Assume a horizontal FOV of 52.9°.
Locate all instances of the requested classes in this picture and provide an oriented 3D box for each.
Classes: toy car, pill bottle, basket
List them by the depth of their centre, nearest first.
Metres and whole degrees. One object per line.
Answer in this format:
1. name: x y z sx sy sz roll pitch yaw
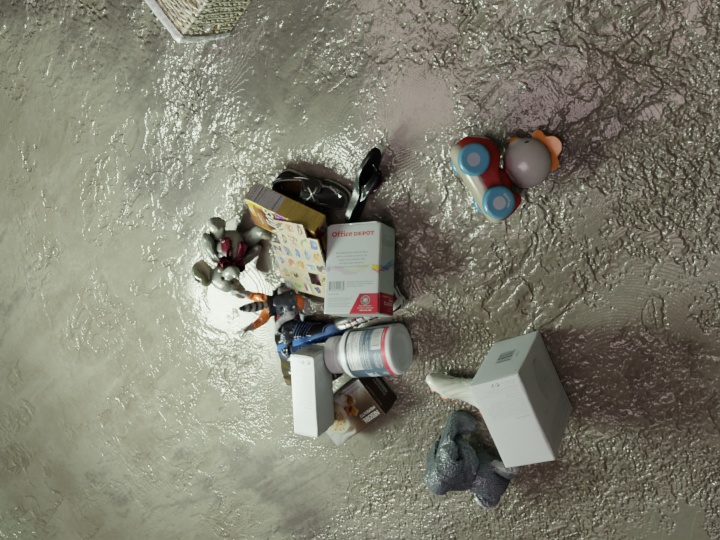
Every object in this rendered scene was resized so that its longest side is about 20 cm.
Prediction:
1. toy car: 0.294 -0.214 1.416 0.198 0.184 0.179 -32 94 5
2. basket: -0.354 -0.622 1.547 0.160 0.198 0.201 -40 90 31
3. pill bottle: 0.016 0.196 1.746 0.197 0.119 0.122 -9 107 32

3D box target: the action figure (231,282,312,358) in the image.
1. action figure: -0.207 0.114 1.775 0.105 0.189 0.204 119 137 -61

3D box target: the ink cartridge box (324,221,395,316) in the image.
1. ink cartridge box: 0.000 0.000 1.643 0.143 0.082 0.205 -2 81 29

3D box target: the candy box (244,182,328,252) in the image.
1. candy box: -0.171 -0.121 1.716 0.197 0.057 0.117 27 158 18

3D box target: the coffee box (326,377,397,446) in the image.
1. coffee box: -0.016 0.347 1.853 0.199 0.080 0.115 -39 90 35

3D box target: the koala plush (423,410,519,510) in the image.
1. koala plush: 0.265 0.475 1.715 0.197 0.185 0.180 26 123 2

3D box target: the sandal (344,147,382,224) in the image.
1. sandal: 0.017 -0.184 1.610 0.048 0.075 0.203 34 132 18

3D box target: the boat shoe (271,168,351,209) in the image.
1. boat shoe: -0.114 -0.179 1.686 0.196 0.068 0.073 19 118 19

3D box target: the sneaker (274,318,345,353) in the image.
1. sneaker: -0.134 0.149 1.839 0.196 0.070 0.080 -17 71 18

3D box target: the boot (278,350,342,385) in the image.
1. boot: -0.135 0.242 1.876 0.197 0.075 0.099 -10 109 33

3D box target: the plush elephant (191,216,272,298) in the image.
1. plush elephant: -0.331 -0.020 1.810 0.199 0.162 0.158 -34 52 49

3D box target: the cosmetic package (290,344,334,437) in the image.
1. cosmetic package: -0.118 0.296 1.789 0.073 0.101 0.205 4 100 24

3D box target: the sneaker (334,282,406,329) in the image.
1. sneaker: 0.008 0.061 1.729 0.197 0.076 0.118 -22 94 24

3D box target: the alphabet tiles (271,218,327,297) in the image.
1. alphabet tiles: -0.143 -0.028 1.699 0.165 0.008 0.203 13 130 38

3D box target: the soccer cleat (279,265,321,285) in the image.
1. soccer cleat: -0.113 -0.001 1.766 0.197 0.066 0.078 18 114 24

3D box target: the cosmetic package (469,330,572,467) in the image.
1. cosmetic package: 0.348 0.273 1.550 0.121 0.199 0.203 -21 100 33

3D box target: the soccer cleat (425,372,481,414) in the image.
1. soccer cleat: 0.250 0.275 1.689 0.197 0.069 0.079 23 116 10
